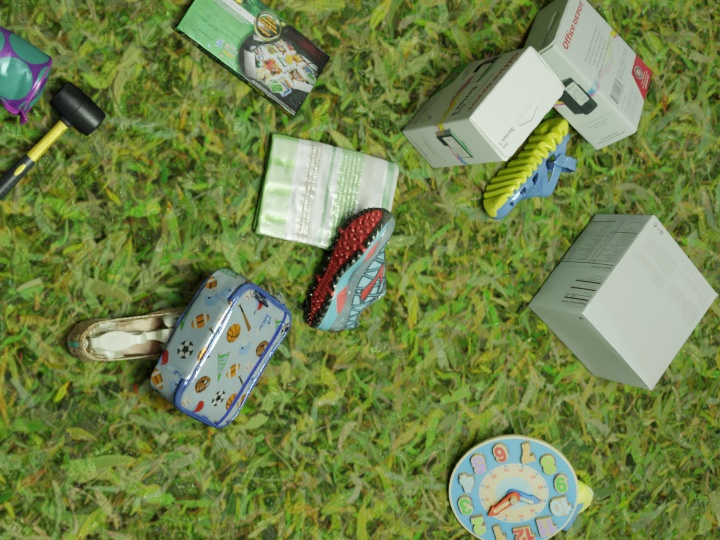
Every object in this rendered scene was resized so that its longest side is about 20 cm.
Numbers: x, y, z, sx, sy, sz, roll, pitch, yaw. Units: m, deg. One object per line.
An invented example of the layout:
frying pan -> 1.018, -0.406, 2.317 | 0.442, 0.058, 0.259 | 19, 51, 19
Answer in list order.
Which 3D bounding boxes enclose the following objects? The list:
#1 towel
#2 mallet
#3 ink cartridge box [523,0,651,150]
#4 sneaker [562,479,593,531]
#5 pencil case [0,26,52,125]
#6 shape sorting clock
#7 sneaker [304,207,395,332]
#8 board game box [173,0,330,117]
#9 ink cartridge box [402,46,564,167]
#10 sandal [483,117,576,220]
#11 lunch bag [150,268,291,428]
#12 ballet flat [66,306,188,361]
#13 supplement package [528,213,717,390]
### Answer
towel -> -0.048, -0.104, 1.307 | 0.199, 0.031, 0.150 | 12, 86, -22
mallet -> -0.412, -0.153, 1.132 | 0.200, 0.041, 0.066 | -42, 110, -12
ink cartridge box -> 0.350, -0.313, 1.418 | 0.200, 0.083, 0.146 | 39, 55, -21
sneaker -> 0.288, 0.360, 1.457 | 0.199, 0.076, 0.105 | 31, 81, -24
pencil case -> -0.467, -0.263, 1.072 | 0.199, 0.085, 0.093 | 29, 65, -23
shape sorting clock -> 0.236, 0.344, 1.405 | 0.199, 0.039, 0.201 | 2, 114, 4
sneaker -> 0.000, 0.000, 1.292 | 0.095, 0.079, 0.201 | 17, 115, -36
board game box -> -0.145, -0.311, 1.249 | 0.200, 0.023, 0.105 | 35, 81, -23
ink cartridge box -> 0.171, -0.229, 1.300 | 0.084, 0.200, 0.145 | 45, 75, -20
sandal -> 0.273, -0.146, 1.422 | 0.200, 0.079, 0.087 | -45, 113, -14
lunch bag -> -0.176, 0.103, 1.205 | 0.201, 0.075, 0.160 | -57, 147, -9
ballet flat -> -0.278, 0.088, 1.189 | 0.199, 0.065, 0.071 | -9, 96, -24
supplement package -> 0.419, 0.046, 1.458 | 0.191, 0.147, 0.200 | 45, 75, -20
